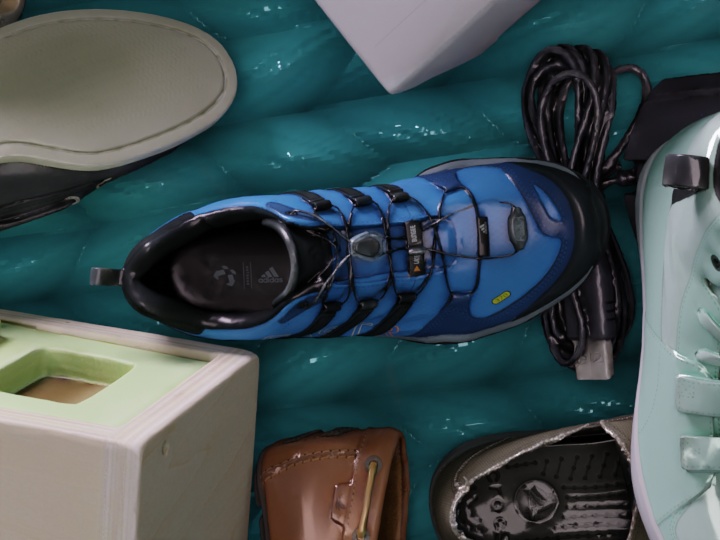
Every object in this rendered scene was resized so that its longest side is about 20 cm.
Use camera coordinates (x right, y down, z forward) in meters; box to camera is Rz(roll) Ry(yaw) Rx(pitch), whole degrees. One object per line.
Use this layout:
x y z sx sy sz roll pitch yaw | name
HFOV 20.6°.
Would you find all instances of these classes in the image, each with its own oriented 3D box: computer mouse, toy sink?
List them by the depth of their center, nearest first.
-0.155 0.078 0.773 0.198 0.130 0.113 8 104 16 | toy sink
0.167 -0.030 0.799 0.198 0.053 0.140 -4 90 6 | computer mouse

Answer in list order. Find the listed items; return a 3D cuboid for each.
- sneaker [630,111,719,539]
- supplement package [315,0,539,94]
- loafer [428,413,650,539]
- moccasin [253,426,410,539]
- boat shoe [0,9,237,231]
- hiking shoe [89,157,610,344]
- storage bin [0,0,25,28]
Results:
0.139 0.037 0.707 0.073 0.118 0.202 -6 80 -5 | sneaker
0.007 -0.186 0.769 0.114 0.109 0.200 -40 87 26 | supplement package
0.122 0.089 0.791 0.198 0.070 0.076 -13 90 11 | loafer
0.006 0.166 0.813 0.077 0.074 0.203 -6 81 16 | moccasin
-0.148 -0.051 0.822 0.198 0.066 0.075 -22 71 -20 | boat shoe
0.000 0.000 0.789 0.198 0.087 0.075 -10 91 15 | hiking shoe
-0.225 -0.213 0.816 0.198 0.094 0.200 14 93 5 | storage bin
